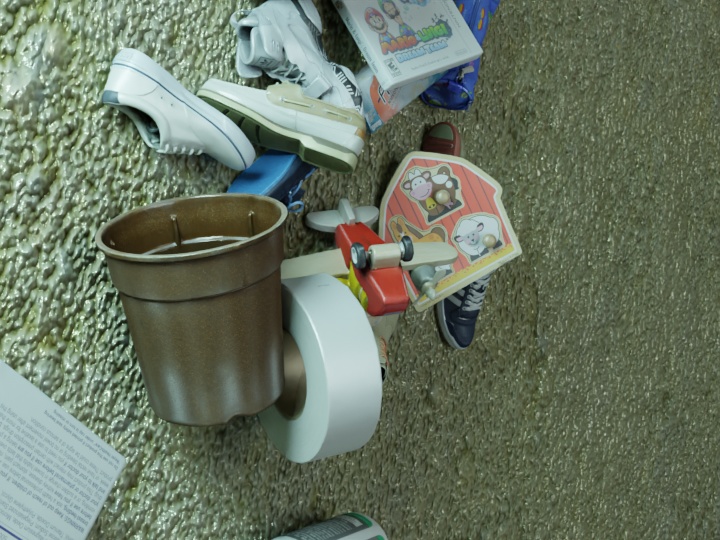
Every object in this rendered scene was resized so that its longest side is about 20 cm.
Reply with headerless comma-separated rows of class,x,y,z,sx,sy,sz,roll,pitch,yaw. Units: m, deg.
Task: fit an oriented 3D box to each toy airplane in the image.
toy airplane,0.000,0.000,1.391,0.199,0.198,0.143,-41,135,-56

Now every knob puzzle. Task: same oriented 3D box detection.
knob puzzle,0.111,-0.071,1.545,0.217,0.030,0.223,-1,95,-11

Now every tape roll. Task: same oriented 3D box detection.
tape roll,-0.056,0.109,1.257,0.070,0.202,0.205,-9,98,-30

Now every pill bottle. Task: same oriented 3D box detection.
pill bottle,-0.060,0.371,1.366,0.199,0.112,0.115,-5,95,-50

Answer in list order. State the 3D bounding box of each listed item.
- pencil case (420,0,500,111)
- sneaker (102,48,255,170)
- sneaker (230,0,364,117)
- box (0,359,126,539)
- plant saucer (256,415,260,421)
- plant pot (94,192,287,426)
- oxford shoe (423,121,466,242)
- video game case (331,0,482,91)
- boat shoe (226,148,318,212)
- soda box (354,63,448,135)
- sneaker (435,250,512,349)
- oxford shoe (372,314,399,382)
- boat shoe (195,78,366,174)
pencil case,0.146,-0.329,1.621,0.077,0.087,0.202,23,70,-18
sneaker,-0.201,-0.156,1.222,0.199,0.073,0.071,36,73,-35
sneaker,-0.079,-0.233,1.335,0.114,0.075,0.202,-27,90,-42
box,-0.344,0.209,1.020,0.184,0.104,0.201,50,54,-39
plant saucer,-0.064,0.116,1.415,0.199,0.036,0.203,-2,93,-50
plant pot,-0.164,0.043,1.181,0.200,0.199,0.201,-28,119,-47
oxford shoe,0.125,-0.108,1.616,0.075,0.070,0.202,24,75,-55
video game case,0.055,-0.341,1.485,0.199,0.024,0.183,-26,85,-42
boat shoe,-0.089,-0.105,1.344,0.200,0.083,0.069,-48,129,-36
soda box,0.033,-0.246,1.493,0.200,0.068,0.064,-45,115,-41
sneaker,0.170,0.019,1.641,0.070,0.108,0.203,-11,100,-49
oxford shoe,0.015,0.111,1.425,0.071,0.073,0.201,51,53,-38
boat shoe,-0.089,-0.179,1.291,0.198,0.075,0.069,23,74,-9
